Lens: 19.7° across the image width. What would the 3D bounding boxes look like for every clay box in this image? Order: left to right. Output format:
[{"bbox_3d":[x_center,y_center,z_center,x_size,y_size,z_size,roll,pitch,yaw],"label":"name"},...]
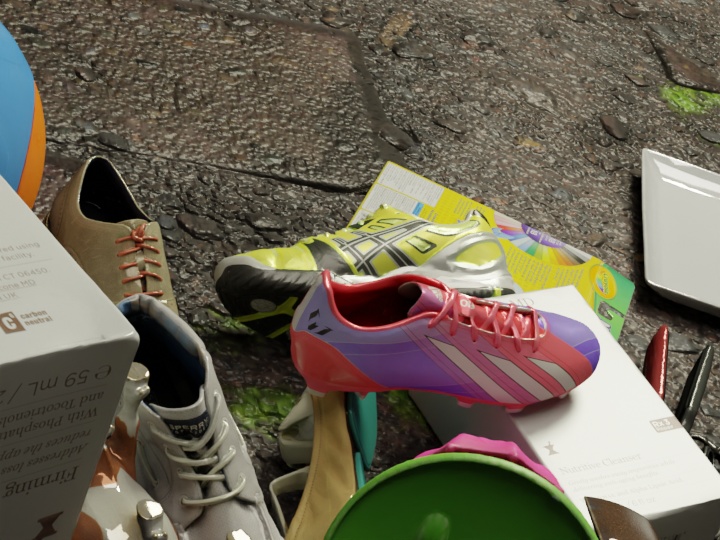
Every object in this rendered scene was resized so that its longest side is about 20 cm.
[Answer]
[{"bbox_3d":[0.086,0.006,1.442,0.199,0.048,0.115,26,34,3],"label":"clay box"}]

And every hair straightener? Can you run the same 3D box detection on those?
[{"bbox_3d":[0.222,0.114,1.376,0.077,0.041,0.200,21,34,-3],"label":"hair straightener"}]

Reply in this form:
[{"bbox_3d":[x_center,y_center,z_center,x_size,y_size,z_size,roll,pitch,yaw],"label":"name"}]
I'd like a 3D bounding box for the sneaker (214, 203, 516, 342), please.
[{"bbox_3d":[0.000,0.000,1.348,0.199,0.075,0.077,1,61,-19],"label":"sneaker"}]

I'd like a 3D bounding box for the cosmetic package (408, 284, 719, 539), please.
[{"bbox_3d":[0.126,0.106,1.287,0.113,0.081,0.200,-10,46,-28],"label":"cosmetic package"}]

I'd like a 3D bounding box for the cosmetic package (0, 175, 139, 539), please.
[{"bbox_3d":[-0.240,0.071,1.016,0.167,0.200,0.166,-14,47,-42],"label":"cosmetic package"}]

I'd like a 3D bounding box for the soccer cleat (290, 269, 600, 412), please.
[{"bbox_3d":[0.056,0.037,1.221,0.199,0.077,0.067,2,40,-18],"label":"soccer cleat"}]

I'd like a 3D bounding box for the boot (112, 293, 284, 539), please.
[{"bbox_3d":[-0.093,0.107,1.124,0.073,0.096,0.200,-23,57,-17],"label":"boot"}]

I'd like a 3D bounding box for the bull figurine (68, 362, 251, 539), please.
[{"bbox_3d":[-0.133,0.128,1.084,0.065,0.122,0.200,-13,53,-41],"label":"bull figurine"}]

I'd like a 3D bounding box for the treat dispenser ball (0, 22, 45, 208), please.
[{"bbox_3d":[-0.282,-0.077,1.197,0.200,0.201,0.201,16,34,-11],"label":"treat dispenser ball"}]

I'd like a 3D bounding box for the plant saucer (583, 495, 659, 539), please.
[{"bbox_3d":[0.164,0.209,1.084,0.032,0.201,0.200,-20,39,4],"label":"plant saucer"}]

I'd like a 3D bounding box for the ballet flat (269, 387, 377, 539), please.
[{"bbox_3d":[-0.023,0.111,1.220,0.063,0.069,0.200,-8,32,5],"label":"ballet flat"}]

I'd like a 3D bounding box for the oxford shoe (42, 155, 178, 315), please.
[{"bbox_3d":[-0.148,0.009,1.272,0.070,0.075,0.200,-1,41,-36],"label":"oxford shoe"}]

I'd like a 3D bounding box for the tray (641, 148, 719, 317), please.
[{"bbox_3d":[0.265,-0.022,1.611,0.107,0.022,0.200,18,34,-6],"label":"tray"}]

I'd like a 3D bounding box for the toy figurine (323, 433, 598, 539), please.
[{"bbox_3d":[0.054,0.170,1.116,0.150,0.201,0.184,21,13,4],"label":"toy figurine"}]
